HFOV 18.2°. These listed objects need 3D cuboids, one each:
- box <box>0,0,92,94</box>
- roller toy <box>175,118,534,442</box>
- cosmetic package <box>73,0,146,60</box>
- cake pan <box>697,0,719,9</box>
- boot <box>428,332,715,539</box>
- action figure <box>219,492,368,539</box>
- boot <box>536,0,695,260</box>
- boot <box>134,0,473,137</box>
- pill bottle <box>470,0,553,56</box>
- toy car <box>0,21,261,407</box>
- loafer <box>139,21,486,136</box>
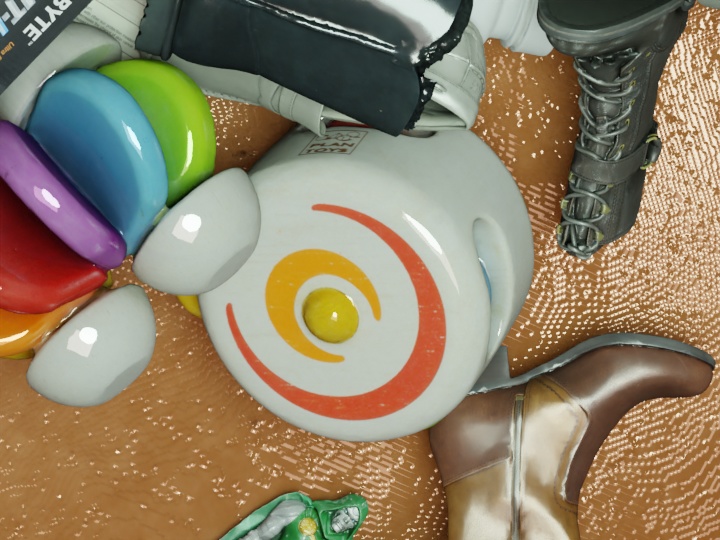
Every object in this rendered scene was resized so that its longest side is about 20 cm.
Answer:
[{"bbox_3d":[-0.228,-0.151,1.255,0.199,0.200,0.050,-45,121,8],"label":"box"},{"bbox_3d":[0.000,0.000,1.326,0.200,0.140,0.183,42,122,-1],"label":"roller toy"},{"bbox_3d":[-0.183,-0.103,1.340,0.103,0.073,0.201,32,101,-14],"label":"cosmetic package"},{"bbox_3d":[0.216,-0.239,1.289,0.036,0.200,0.202,2,109,23],"label":"cake pan"},{"bbox_3d":[0.136,0.144,1.395,0.187,0.069,0.202,-3,72,-4],"label":"boot"},{"bbox_3d":[-0.074,0.211,1.456,0.200,0.055,0.118,-41,103,2],"label":"action figure"},{"bbox_3d":[0.146,-0.088,1.314,0.069,0.200,0.175,19,111,22],"label":"boot"},{"bbox_3d":[-0.017,-0.181,1.180,0.167,0.077,0.201,15,114,-6],"label":"boot"},{"bbox_3d":[0.022,-0.185,1.318,0.198,0.109,0.110,11,105,-9],"label":"pill bottle"},{"bbox_3d":[-0.168,-0.034,1.225,0.200,0.150,0.175,-45,78,10],"label":"toy car"},{"bbox_3d":[-0.028,-0.113,1.269,0.198,0.070,0.070,2,149,4],"label":"loafer"}]
